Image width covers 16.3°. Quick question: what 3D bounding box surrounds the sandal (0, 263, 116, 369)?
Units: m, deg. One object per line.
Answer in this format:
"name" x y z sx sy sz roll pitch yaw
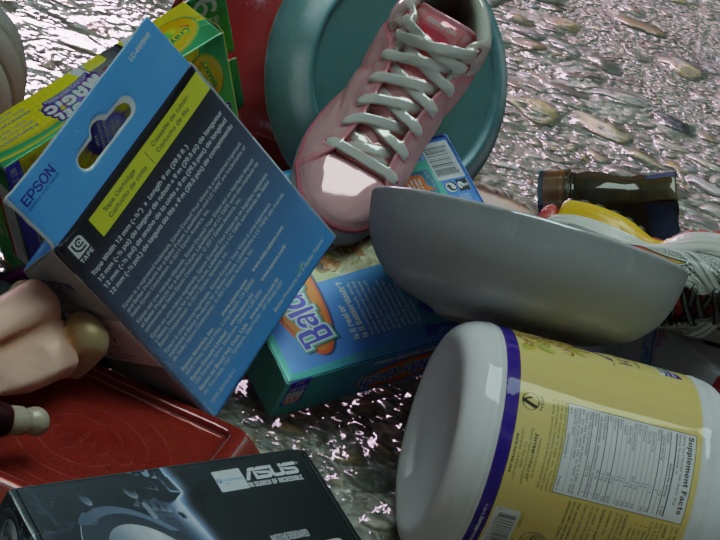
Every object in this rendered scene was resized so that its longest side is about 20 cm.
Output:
"sandal" -0.194 0.018 1.555 0.200 0.048 0.075 12 26 -16

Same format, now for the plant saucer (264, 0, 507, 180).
"plant saucer" 0.025 -0.131 1.732 0.200 0.201 0.027 3 1 -32

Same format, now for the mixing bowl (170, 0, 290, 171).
"mixing bowl" -0.057 -0.111 1.791 0.200 0.200 0.109 20 58 -2

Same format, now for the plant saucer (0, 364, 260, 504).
"plant saucer" -0.162 0.105 1.422 0.199 0.037 0.200 24 26 7

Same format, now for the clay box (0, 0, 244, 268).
"clay box" -0.149 -0.087 1.620 0.200 0.115 0.048 -34 53 -21

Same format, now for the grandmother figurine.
"grandmother figurine" -0.225 0.053 1.371 0.121 0.061 0.200 20 21 19

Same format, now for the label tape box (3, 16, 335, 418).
"label tape box" -0.122 -0.030 1.481 0.066 0.143 0.200 6 -35 49

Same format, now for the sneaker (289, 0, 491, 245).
"sneaker" 0.022 -0.112 1.624 0.075 0.105 0.200 32 54 2

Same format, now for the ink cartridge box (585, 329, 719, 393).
"ink cartridge box" 0.257 0.076 1.737 0.147 0.086 0.200 2 32 -32

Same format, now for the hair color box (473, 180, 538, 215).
"hair color box" 0.079 0.002 1.779 0.100 0.061 0.200 20 24 -3

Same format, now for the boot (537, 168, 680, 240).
"boot" 0.192 -0.024 1.806 0.097 0.075 0.200 -5 -15 15

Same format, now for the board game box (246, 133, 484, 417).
"board game box" 0.000 0.000 1.631 0.200 0.045 0.152 -13 62 -29

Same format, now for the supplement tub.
"supplement tub" 0.134 0.120 1.485 0.200 0.146 0.145 15 26 -12

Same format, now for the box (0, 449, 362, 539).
"box" -0.074 0.175 1.295 0.200 0.044 0.160 -4 50 -42

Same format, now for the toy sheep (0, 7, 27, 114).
"toy sheep" -0.288 -0.128 1.685 0.138 0.138 0.200 20 38 -1

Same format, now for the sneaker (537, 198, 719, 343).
"sneaker" 0.191 0.018 1.656 0.200 0.078 0.082 13 36 25

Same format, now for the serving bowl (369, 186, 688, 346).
"serving bowl" 0.096 0.006 1.537 0.200 0.066 0.200 15 -4 1
